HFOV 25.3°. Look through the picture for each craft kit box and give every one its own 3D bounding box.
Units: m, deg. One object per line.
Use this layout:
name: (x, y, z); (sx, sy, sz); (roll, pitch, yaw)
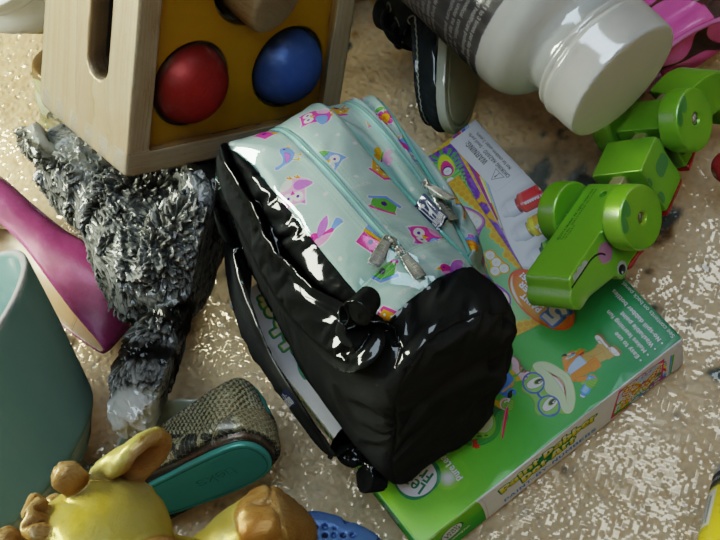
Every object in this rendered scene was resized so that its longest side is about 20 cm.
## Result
craft kit box: (0.056, 0.038, 0.970); (0.197, 0.049, 0.200); (-39, 64, -5)

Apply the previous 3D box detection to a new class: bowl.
bowl: (-0.234, 0.094, 0.935); (0.200, 0.105, 0.201); (-35, 24, 18)

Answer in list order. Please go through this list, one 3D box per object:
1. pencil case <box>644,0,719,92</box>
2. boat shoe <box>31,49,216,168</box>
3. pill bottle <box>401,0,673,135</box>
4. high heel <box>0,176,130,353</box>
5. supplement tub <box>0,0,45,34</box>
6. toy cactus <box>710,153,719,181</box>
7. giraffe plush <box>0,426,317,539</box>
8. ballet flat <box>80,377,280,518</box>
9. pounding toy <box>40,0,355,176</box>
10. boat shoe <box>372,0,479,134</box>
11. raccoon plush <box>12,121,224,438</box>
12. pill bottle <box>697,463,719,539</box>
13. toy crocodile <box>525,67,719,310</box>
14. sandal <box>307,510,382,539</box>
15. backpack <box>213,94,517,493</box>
pencil case: (0.152, -0.206, 1.022); (0.094, 0.091, 0.200); (-36, 79, -9)
boat shoe: (-0.129, -0.087, 1.059); (0.199, 0.063, 0.073); (30, 48, 19)
pill bottle: (0.087, -0.175, 0.948); (0.111, 0.111, 0.200); (-39, 68, -9)
high heel: (-0.234, -0.007, 1.031); (0.199, 0.067, 0.096); (14, 58, 3)
supplement tub: (-0.199, -0.224, 1.030); (0.144, 0.200, 0.146); (3, 98, 19)
toy cactus: (0.319, -0.034, 0.936); (0.165, 0.102, 0.200); (-32, 54, -16)
giraffe plush: (-0.102, 0.161, 0.803); (0.199, 0.162, 0.173); (10, 62, 30)
ballet flat: (-0.138, 0.126, 0.951); (0.199, 0.068, 0.075); (-30, 44, 8)
pounding toy: (-0.088, -0.164, 0.915); (0.184, 0.201, 0.142); (-16, 39, -37)
boat shoe: (0.040, -0.177, 1.056); (0.066, 0.075, 0.200); (-5, 69, 19)
raccoon plush: (-0.159, -0.011, 0.950); (0.133, 0.097, 0.201); (13, 49, 5)
pill bottle: (0.216, 0.202, 0.824); (0.112, 0.112, 0.201); (13, 68, 16)
toy crocodile: (0.162, -0.051, 0.949); (0.067, 0.062, 0.200); (0, 47, 47)
sandal: (0.018, 0.205, 0.875); (0.079, 0.087, 0.200); (-43, 64, -8)
backpack: (0.000, 0.000, 0.902); (0.126, 0.167, 0.200); (-23, 58, -22)
